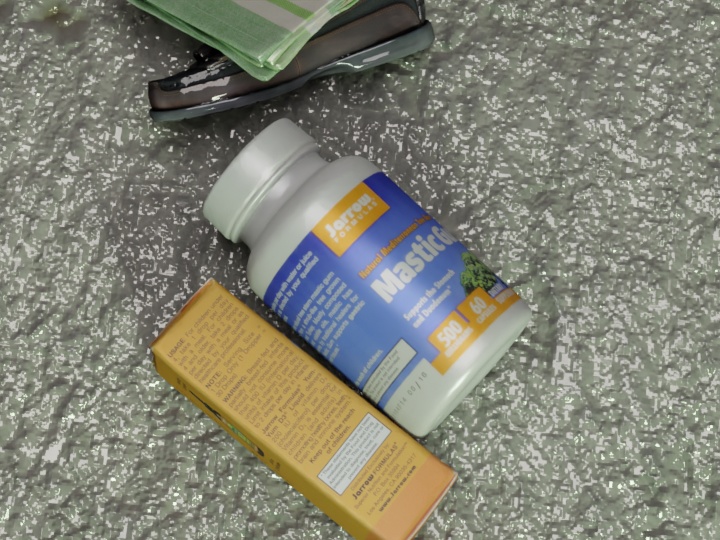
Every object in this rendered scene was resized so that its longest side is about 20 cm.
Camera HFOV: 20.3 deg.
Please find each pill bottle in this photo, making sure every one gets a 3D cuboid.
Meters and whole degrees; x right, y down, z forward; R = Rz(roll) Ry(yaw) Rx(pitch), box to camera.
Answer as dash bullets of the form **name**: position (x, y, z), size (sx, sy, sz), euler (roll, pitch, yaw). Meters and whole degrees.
- **pill bottle**: position (0.000, 0.000, 1.254), size (0.200, 0.112, 0.112), euler (42, 75, 7)

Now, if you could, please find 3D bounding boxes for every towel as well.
- **towel**: position (-0.047, -0.212, 1.309), size (0.152, 0.023, 0.200), euler (32, 59, 28)

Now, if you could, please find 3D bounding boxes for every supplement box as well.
- **supplement box**: position (-0.037, 0.093, 1.249), size (0.200, 0.067, 0.069), euler (37, 75, 6)

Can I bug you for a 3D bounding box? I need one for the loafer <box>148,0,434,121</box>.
- **loafer**: position (-0.050, -0.151, 1.308), size (0.199, 0.072, 0.063), euler (-18, 106, -16)
